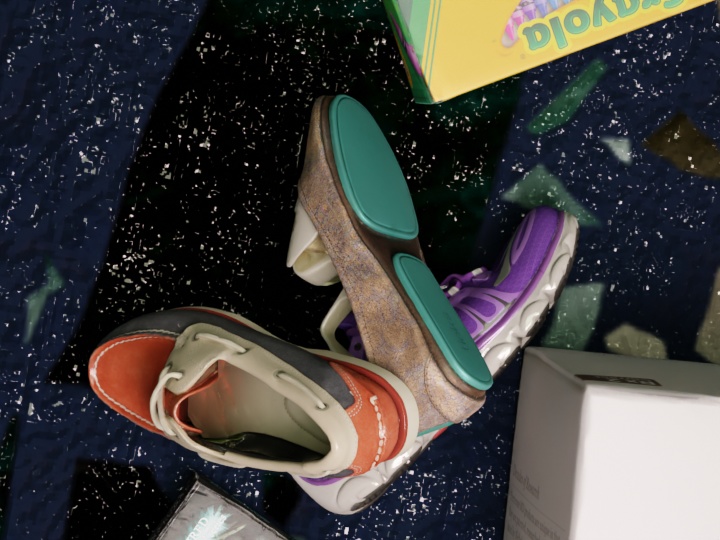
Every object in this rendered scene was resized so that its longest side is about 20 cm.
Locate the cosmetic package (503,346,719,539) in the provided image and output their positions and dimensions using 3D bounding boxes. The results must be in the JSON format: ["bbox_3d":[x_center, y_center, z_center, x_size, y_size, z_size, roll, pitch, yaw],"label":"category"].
[{"bbox_3d":[0.166,0.151,1.473,0.165,0.165,0.200,6,94,-9],"label":"cosmetic package"}]

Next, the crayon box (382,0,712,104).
[{"bbox_3d":[0.104,-0.174,1.493,0.200,0.058,0.119,-21,97,-6],"label":"crayon box"}]

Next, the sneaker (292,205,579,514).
[{"bbox_3d":[0.034,0.035,1.494,0.200,0.081,0.083,-45,86,-6],"label":"sneaker"}]

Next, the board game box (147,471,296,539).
[{"bbox_3d":[-0.089,0.224,1.512,0.135,0.028,0.200,36,90,-9],"label":"board game box"}]

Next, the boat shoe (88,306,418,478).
[{"bbox_3d":[-0.066,0.064,1.430,0.063,0.200,0.071,-19,114,-48],"label":"boat shoe"}]

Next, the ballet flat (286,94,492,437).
[{"bbox_3d":[0.000,0.000,1.459,0.067,0.200,0.068,-38,143,23],"label":"ballet flat"}]
